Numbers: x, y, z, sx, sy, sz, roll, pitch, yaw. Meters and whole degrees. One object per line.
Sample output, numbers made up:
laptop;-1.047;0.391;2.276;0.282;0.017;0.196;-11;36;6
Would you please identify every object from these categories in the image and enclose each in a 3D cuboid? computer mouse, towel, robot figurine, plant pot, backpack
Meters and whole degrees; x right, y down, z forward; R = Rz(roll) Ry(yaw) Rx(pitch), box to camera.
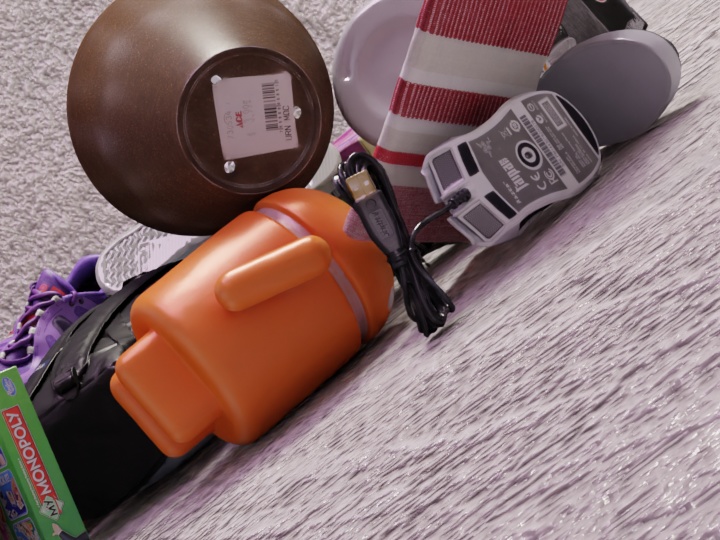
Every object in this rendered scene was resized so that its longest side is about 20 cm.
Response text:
computer mouse;0.069;-0.044;1.262;0.200;0.110;0.044;-29;-8;-42
towel;0.062;-0.112;1.299;0.144;0.023;0.201;0;-68;-57
robot figurine;-0.060;0.027;1.325;0.200;0.144;0.116;-40;45;-21
plant pot;-0.091;-0.106;1.426;0.187;0.187;0.200;-39;14;-7
backpack;-0.154;0.078;1.475;0.163;0.154;0.200;-39;24;26

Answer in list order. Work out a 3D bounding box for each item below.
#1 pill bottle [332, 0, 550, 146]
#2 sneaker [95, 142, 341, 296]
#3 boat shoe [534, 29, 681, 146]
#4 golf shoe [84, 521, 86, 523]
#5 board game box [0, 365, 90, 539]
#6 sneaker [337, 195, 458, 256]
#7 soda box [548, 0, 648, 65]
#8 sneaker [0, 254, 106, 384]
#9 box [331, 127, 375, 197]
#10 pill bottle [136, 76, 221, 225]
pill bottle;0.071;-0.125;1.503;0.111;0.111;0.200;-36;-19;19
sneaker;-0.091;-0.021;1.610;0.200;0.074;0.118;-31;-32;3
boat shoe;0.143;-0.108;1.381;0.057;0.069;0.200;-41;4;-36
golf shoe;-0.217;0.133;1.579;0.073;0.092;0.200;-40;4;3
board game box;-0.231;0.144;1.351;0.029;0.135;0.200;-23;-2;-29
sneaker;0.000;0.000;1.457;0.199;0.085;0.078;-26;-33;11
soda box;0.138;-0.236;1.721;0.071;0.200;0.063;-34;17;34
sneaker;-0.235;0.048;1.558;0.080;0.084;0.200;7;28;18
box;0.041;-0.087;1.686;0.200;0.097;0.176;-41;6;-35
pill bottle;-0.131;-0.084;1.690;0.112;0.112;0.200;-39;-12;-12
